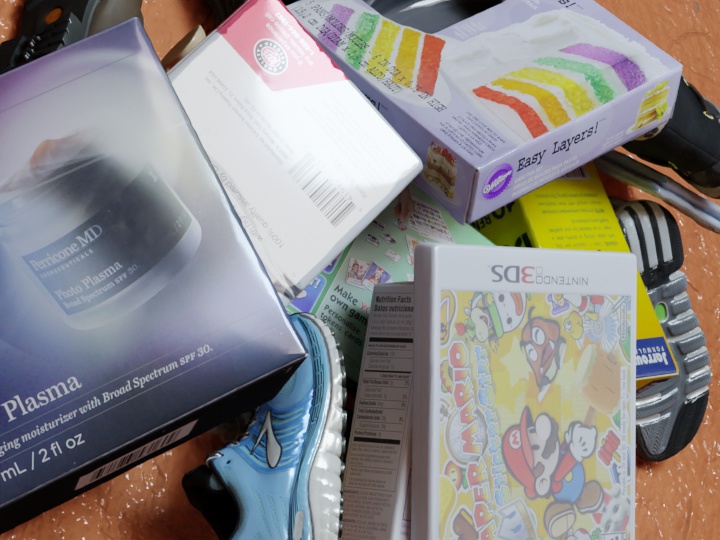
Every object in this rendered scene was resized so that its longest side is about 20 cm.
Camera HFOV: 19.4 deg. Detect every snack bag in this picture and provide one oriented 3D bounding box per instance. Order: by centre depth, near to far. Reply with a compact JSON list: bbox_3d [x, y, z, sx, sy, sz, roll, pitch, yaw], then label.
[{"bbox_3d":[0.211,-0.067,1.579,0.188,0.022,0.200,23,8,-44],"label":"snack bag"}]

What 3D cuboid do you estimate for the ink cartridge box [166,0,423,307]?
[{"bbox_3d":[-0.085,-0.042,1.232,0.145,0.083,0.200,48,67,-7],"label":"ink cartridge box"}]

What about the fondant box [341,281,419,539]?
[{"bbox_3d":[0.062,0.120,1.304,0.144,0.058,0.202,17,80,-40],"label":"fondant box"}]

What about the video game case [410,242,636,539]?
[{"bbox_3d":[0.103,0.087,1.288,0.181,0.023,0.202,2,88,-41],"label":"video game case"}]

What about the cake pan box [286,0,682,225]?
[{"bbox_3d":[0.072,-0.131,1.333,0.183,0.053,0.200,-24,51,-32],"label":"cake pan box"}]

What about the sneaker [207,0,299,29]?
[{"bbox_3d":[-0.074,-0.205,1.419,0.073,0.082,0.201,-12,72,-47],"label":"sneaker"}]

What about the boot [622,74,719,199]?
[{"bbox_3d":[0.172,-0.130,1.462,0.200,0.073,0.150,44,13,35],"label":"boot"}]

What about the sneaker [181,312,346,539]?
[{"bbox_3d":[-0.054,0.102,1.176,0.089,0.079,0.201,4,47,-3],"label":"sneaker"}]

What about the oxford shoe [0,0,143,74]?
[{"bbox_3d":[-0.165,-0.143,1.302,0.085,0.072,0.201,55,37,-31],"label":"oxford shoe"}]

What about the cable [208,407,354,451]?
[{"bbox_3d":[-0.026,0.101,1.316,0.199,0.050,0.098,29,28,-48],"label":"cable"}]

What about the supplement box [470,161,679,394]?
[{"bbox_3d":[0.117,0.005,1.459,0.109,0.109,0.201,-4,67,-49],"label":"supplement box"}]

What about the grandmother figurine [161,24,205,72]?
[{"bbox_3d":[-0.058,-0.057,1.355,0.200,0.060,0.122,42,69,-16],"label":"grandmother figurine"}]

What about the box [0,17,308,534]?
[{"bbox_3d":[-0.163,0.009,1.079,0.199,0.123,0.200,-26,82,-16],"label":"box"}]

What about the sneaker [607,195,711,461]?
[{"bbox_3d":[0.197,0.034,1.559,0.074,0.115,0.202,-15,110,-21],"label":"sneaker"}]

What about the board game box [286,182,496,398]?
[{"bbox_3d":[0.000,0.000,1.335,0.199,0.029,0.135,37,68,-21],"label":"board game box"}]
